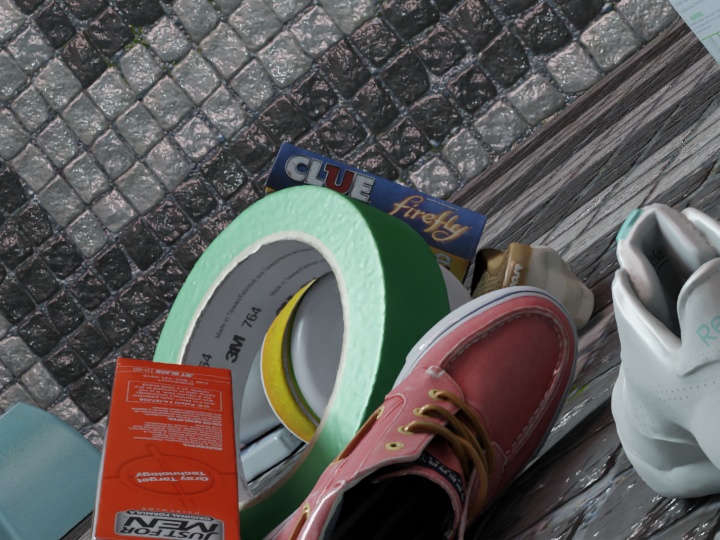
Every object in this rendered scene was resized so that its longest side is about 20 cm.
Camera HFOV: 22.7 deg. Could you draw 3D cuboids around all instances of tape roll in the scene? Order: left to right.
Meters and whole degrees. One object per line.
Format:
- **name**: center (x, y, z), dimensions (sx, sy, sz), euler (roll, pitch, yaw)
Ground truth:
- **tape roll**: center (-0.038, 0.057, 0.931), dimensions (0.200, 0.048, 0.201), euler (-26, 54, 42)

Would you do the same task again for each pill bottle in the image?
- **pill bottle**: center (-0.001, 0.054, 1.082), dimensions (0.111, 0.111, 0.200), euler (-40, 2, -13)

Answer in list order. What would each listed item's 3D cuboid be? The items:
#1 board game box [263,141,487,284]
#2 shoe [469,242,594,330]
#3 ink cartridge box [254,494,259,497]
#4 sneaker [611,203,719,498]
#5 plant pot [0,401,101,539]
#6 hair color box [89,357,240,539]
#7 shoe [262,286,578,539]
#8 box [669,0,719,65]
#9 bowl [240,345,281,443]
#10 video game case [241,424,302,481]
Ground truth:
- **board game box**: center (0.000, 0.000, 1.165), dimensions (0.200, 0.135, 0.035), euler (105, -174, -64)
- **shoe**: center (0.096, 0.021, 1.065), dimensions (0.200, 0.053, 0.070), euler (138, 143, -86)
- **ink cartridge box**: center (-0.079, 0.175, 1.110), dimensions (0.199, 0.050, 0.162), euler (-21, -3, -16)
- **sneaker**: center (0.103, 0.019, 0.529), dimensions (0.075, 0.089, 0.200), euler (-41, 2, -3)
- **plant pot**: center (-0.508, 0.316, 2.710), dimensions (0.196, 0.200, 0.196), euler (-41, 4, -27)
- **hair color box**: center (-0.089, 0.120, 0.788), dimensions (0.200, 0.061, 0.102), euler (-109, 27, -72)
- **shoe**: center (0.032, 0.081, 0.725), dimensions (0.200, 0.071, 0.091), euler (-46, 6, -18)
- **box**: center (0.219, -0.153, 0.851), dimensions (0.097, 0.177, 0.200), euler (-39, 2, -6)
- **bowl**: center (-0.058, 0.070, 1.521), dimensions (0.200, 0.075, 0.200), euler (-41, 2, -32)
- **video game case**: center (-0.068, 0.137, 1.583), dimensions (0.182, 0.023, 0.200), euler (-42, 4, -42)
